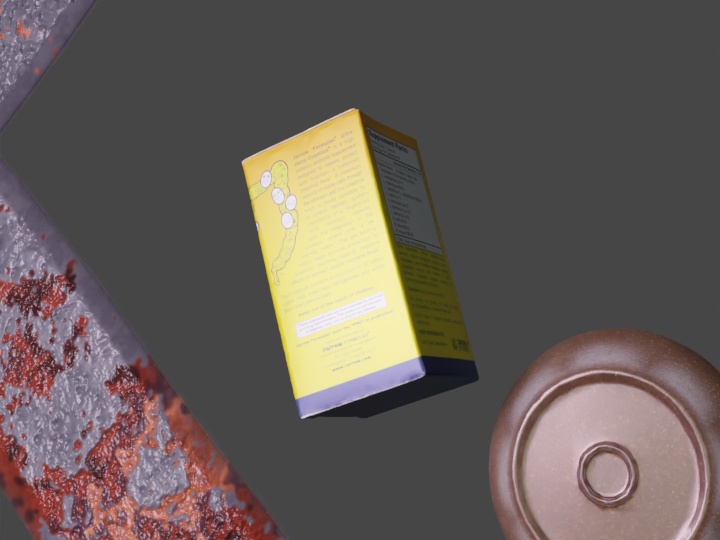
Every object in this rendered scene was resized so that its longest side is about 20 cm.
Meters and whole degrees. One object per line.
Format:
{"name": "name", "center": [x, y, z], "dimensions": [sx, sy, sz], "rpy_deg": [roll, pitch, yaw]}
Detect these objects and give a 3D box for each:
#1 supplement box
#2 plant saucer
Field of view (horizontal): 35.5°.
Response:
{"name": "supplement box", "center": [0.000, 0.000, 0.852], "dimensions": [0.108, 0.108, 0.204], "rpy_deg": [-20, 74, 24]}
{"name": "plant saucer", "center": [0.176, 0.141, 0.783], "dimensions": [0.197, 0.036, 0.205], "rpy_deg": [-4, 82, 28]}
